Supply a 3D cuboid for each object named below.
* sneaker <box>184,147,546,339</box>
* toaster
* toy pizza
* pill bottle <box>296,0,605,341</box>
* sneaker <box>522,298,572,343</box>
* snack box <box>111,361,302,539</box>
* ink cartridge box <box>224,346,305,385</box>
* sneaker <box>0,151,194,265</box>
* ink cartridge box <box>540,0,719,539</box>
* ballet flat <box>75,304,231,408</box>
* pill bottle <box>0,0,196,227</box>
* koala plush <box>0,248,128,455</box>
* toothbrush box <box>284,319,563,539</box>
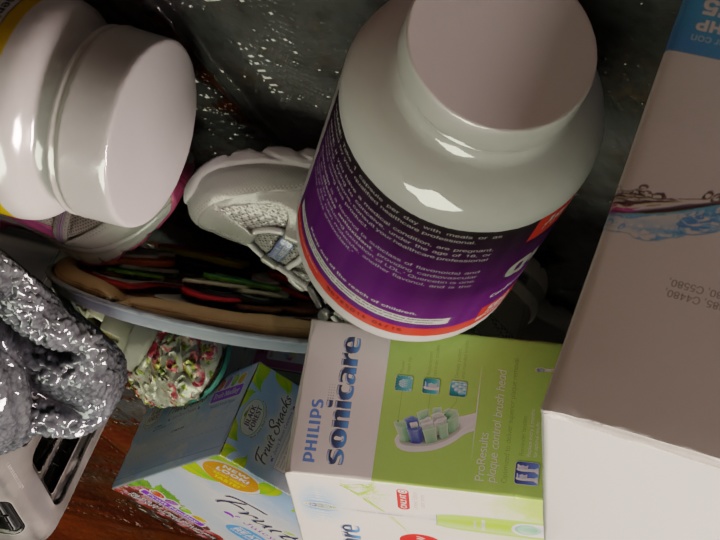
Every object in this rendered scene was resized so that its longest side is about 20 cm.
[{"bbox_3d":[0.000,0.000,0.888,0.199,0.082,0.075,21,154,-6],"label":"sneaker"},{"bbox_3d":[-0.258,0.072,1.182,0.118,0.201,0.181,12,146,17],"label":"toaster"},{"bbox_3d":[-0.082,0.010,0.991,0.199,0.032,0.200,11,-173,-1],"label":"toy pizza"},{"bbox_3d":[0.038,-0.050,0.741,0.112,0.113,0.200,23,157,-1],"label":"pill bottle"},{"bbox_3d":[0.110,0.073,0.970,0.199,0.082,0.075,22,156,1],"label":"sneaker"},{"bbox_3d":[-0.029,0.143,1.050,0.199,0.068,0.168,31,154,-20],"label":"snack box"},{"bbox_3d":[-0.015,0.093,1.120,0.199,0.085,0.145,9,152,31],"label":"ink cartridge box"},{"bbox_3d":[-0.184,-0.062,0.949,0.199,0.082,0.088,5,152,32],"label":"sneaker"},{"bbox_3d":[0.167,0.016,0.658,0.145,0.201,0.147,16,155,14],"label":"ink cartridge box"},{"bbox_3d":[-0.139,0.039,1.068,0.064,0.076,0.200,28,176,-21],"label":"ballet flat"},{"bbox_3d":[-0.192,-0.090,0.858,0.199,0.115,0.114,15,155,17],"label":"pill bottle"},{"bbox_3d":[-0.245,0.077,0.926,0.184,0.200,0.177,43,172,-35],"label":"koala plush"},{"bbox_3d":[0.071,0.101,0.857,0.199,0.086,0.146,7,152,7],"label":"toothbrush box"}]
